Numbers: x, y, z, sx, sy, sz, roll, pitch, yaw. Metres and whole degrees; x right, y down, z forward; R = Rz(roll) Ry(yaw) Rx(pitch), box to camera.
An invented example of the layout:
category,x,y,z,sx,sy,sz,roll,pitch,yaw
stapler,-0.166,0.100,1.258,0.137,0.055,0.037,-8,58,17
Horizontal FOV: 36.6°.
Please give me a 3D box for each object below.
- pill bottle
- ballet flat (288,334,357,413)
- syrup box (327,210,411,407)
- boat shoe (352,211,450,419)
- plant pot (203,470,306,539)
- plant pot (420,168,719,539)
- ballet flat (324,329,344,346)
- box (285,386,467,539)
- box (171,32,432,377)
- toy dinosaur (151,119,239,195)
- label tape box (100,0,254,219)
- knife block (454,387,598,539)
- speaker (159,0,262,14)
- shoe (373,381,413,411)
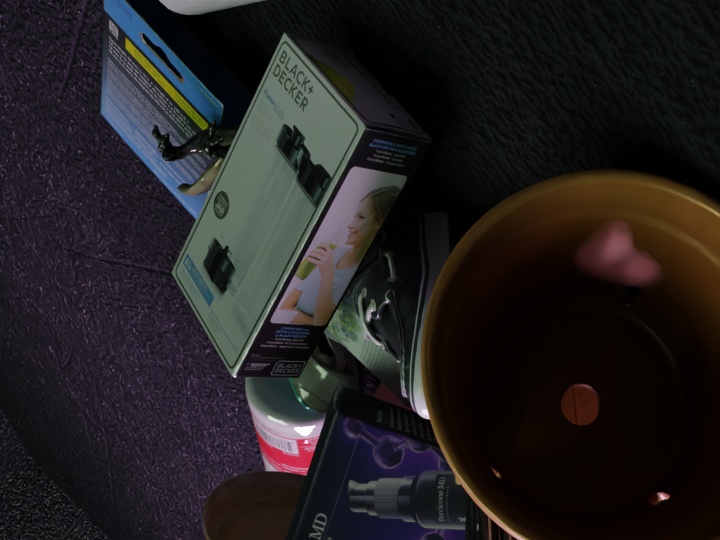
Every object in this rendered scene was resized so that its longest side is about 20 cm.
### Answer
category,x,y,z,sx,sy,sz,roll,pitch,yaw
pill bottle,-0.049,0.161,1.095,0.112,0.112,0.202,35,150,29
ballet flat,-0.060,0.037,1.009,0.064,0.067,0.202,-43,60,23
syrup box,0.000,0.000,0.837,0.200,0.081,0.079,42,154,14
boat shoe,0.028,0.024,0.705,0.066,0.201,0.073,-3,124,5
plant pot,-0.038,0.233,0.895,0.199,0.198,0.028,33,111,33
plant pot,0.130,0.063,0.603,0.200,0.200,0.140,44,170,13
ballet flat,-0.048,0.005,0.949,0.199,0.072,0.073,38,152,27
box,0.049,0.192,0.794,0.196,0.151,0.104,18,-176,-1
box,-0.046,-0.041,0.734,0.117,0.059,0.202,53,123,38
toy dinosaur,-0.100,-0.090,0.808,0.198,0.087,0.048,-22,75,38
label tape box,-0.149,-0.150,0.908,0.144,0.063,0.200,46,154,8
knife block,0.089,0.103,0.717,0.200,0.175,0.064,45,153,12
speaker,-0.064,-0.207,0.674,0.199,0.081,0.082,10,134,55
shoe,0.016,0.181,1.036,0.071,0.091,0.202,38,151,24
